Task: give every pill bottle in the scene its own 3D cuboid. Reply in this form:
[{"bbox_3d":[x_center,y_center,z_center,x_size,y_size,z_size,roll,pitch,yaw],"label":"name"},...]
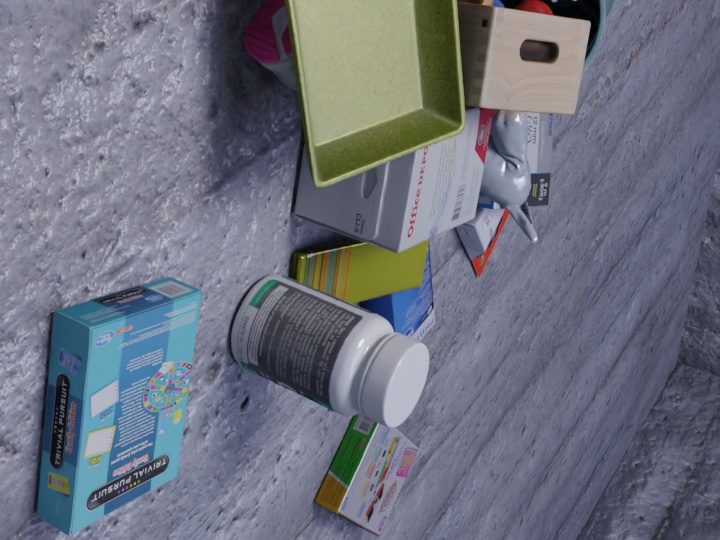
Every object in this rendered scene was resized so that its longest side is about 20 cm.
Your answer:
[{"bbox_3d":[-0.033,0.088,1.145,0.113,0.198,0.114,-41,142,-43],"label":"pill bottle"}]

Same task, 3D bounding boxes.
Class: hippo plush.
[{"bbox_3d":[0.141,-0.146,1.392,0.160,0.158,0.203,-79,162,-72],"label":"hippo plush"}]

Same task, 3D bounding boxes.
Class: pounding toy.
[{"bbox_3d":[0.132,-0.251,1.124,0.198,0.183,0.144,-3,107,-40],"label":"pounding toy"}]

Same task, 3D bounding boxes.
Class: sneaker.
[{"bbox_3d":[-0.036,-0.262,1.049,0.201,0.081,0.088,-53,151,-15],"label":"sneaker"}]

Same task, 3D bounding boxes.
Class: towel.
[{"bbox_3d":[0.000,0.000,1.278,0.198,0.018,0.087,-13,125,-35],"label":"towel"}]

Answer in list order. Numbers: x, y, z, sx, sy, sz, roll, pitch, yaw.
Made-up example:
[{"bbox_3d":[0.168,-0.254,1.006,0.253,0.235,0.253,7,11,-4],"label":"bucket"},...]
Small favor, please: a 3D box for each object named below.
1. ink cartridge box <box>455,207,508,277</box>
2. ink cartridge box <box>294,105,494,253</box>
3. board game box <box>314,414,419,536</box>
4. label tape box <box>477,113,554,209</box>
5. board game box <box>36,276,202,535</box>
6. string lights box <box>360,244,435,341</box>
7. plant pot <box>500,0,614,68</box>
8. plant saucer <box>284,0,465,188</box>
[{"bbox_3d":[0.219,-0.094,1.683,0.164,0.057,0.200,-62,148,-17],"label":"ink cartridge box"},{"bbox_3d":[0.041,-0.126,1.204,0.199,0.143,0.147,-24,128,-57],"label":"ink cartridge box"},{"bbox_3d":[0.014,0.300,1.560,0.154,0.040,0.200,-64,153,-14],"label":"board game box"},{"bbox_3d":[0.243,-0.170,1.572,0.198,0.066,0.146,-6,103,-41],"label":"label tape box"},{"bbox_3d":[-0.222,0.120,0.975,0.150,0.046,0.203,-20,125,-58],"label":"board game box"},{"bbox_3d":[0.049,0.024,1.419,0.103,0.058,0.202,-48,146,-36],"label":"string lights box"},{"bbox_3d":[0.252,-0.364,1.422,0.196,0.198,0.203,-44,144,-56],"label":"plant pot"},{"bbox_3d":[0.008,-0.205,1.002,0.198,0.048,0.203,-24,119,-33],"label":"plant saucer"}]
